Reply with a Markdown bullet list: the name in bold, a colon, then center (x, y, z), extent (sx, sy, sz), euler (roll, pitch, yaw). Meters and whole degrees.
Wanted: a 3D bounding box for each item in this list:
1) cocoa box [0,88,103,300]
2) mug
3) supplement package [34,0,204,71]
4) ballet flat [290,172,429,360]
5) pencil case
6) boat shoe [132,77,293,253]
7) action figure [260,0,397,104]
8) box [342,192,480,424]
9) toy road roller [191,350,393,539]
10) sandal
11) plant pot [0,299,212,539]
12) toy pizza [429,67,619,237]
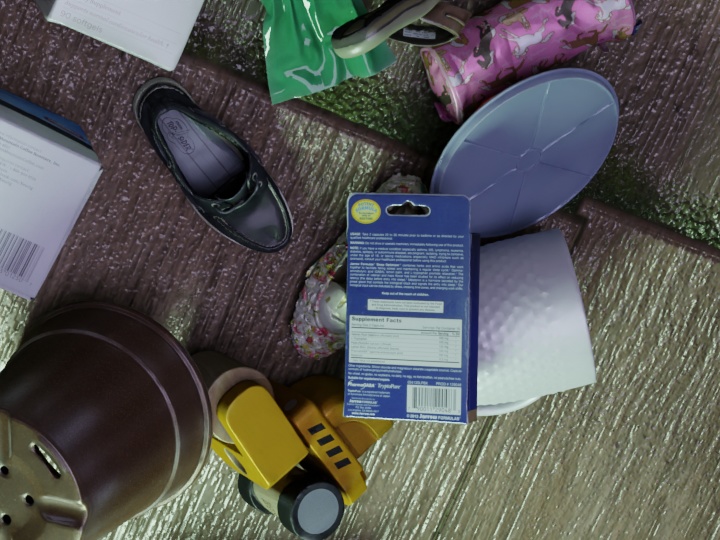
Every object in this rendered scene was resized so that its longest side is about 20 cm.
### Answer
- **cocoa box**: center (-0.336, -0.089, 1.537), extent (0.199, 0.131, 0.134), euler (25, 100, -23)
- **mug**: center (0.120, 0.069, 1.737), extent (0.174, 0.148, 0.201), euler (-13, 139, 2)
- **supplement package**: center (-0.175, -0.286, 1.528), extent (0.116, 0.117, 0.201), euler (21, 101, -22)
- **ballet flat**: center (0.000, 0.000, 1.710), extent (0.075, 0.064, 0.201), euler (28, 99, -21)
- **pencil case**: center (0.150, -0.208, 1.676), extent (0.199, 0.083, 0.087), euler (-26, 100, -7)
- **boat shoe**: center (-0.123, -0.084, 1.641), extent (0.074, 0.066, 0.200), euler (-36, 115, -3)
- **action figure**: center (-0.051, -0.256, 1.611), extent (0.117, 0.055, 0.201), euler (-21, 117, -8)
- **box**: center (0.046, 0.032, 1.645), extent (0.120, 0.032, 0.201), euler (2, 94, 22)
- **toy road roller**: center (-0.064, 0.137, 1.711), extent (0.146, 0.123, 0.200), euler (-43, 116, -16)
- **sandal**: center (0.054, -0.218, 1.615), extent (0.201, 0.080, 0.058), euler (-34, 102, -35)
- **plant pot**: center (-0.255, 0.150, 1.566), extent (0.199, 0.198, 0.202), euler (7, 110, 19)
- **toy pizza**: center (0.147, -0.111, 1.700), extent (0.199, 0.032, 0.201), euler (-21, 143, -17)
